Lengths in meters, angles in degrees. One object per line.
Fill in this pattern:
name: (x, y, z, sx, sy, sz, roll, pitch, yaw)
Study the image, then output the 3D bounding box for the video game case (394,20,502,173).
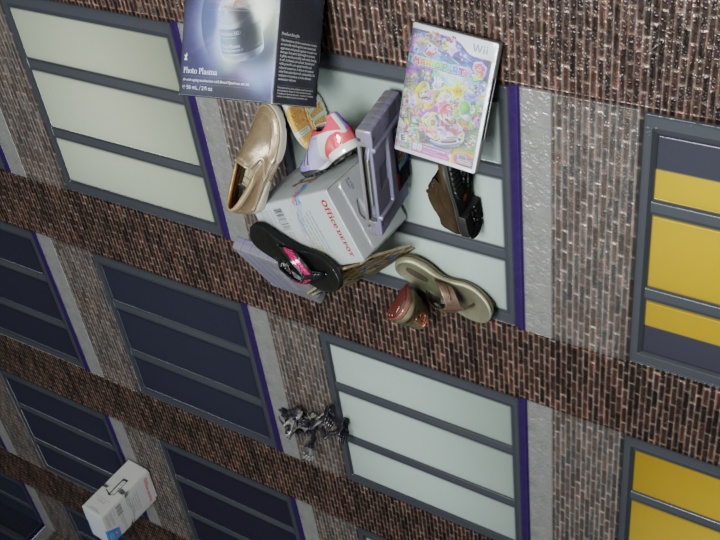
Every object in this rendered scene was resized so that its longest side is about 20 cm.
video game case: (0.129, -0.260, 1.555, 0.143, 0.018, 0.201, 21, 118, 25)

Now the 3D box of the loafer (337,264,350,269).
loafer: (-0.072, -0.032, 1.962, 0.199, 0.070, 0.070, 18, 172, 25)

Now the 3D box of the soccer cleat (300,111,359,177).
soccer cleat: (-0.058, -0.205, 1.696, 0.073, 0.068, 0.200, 63, 159, -4)

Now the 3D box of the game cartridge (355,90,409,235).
game cartridge: (0.040, -0.173, 1.661, 0.038, 0.130, 0.201, 14, 134, 24)

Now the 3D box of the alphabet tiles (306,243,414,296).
alphabet tiles: (0.000, 0.000, 1.851, 0.200, 0.166, 0.006, -33, 77, 51)

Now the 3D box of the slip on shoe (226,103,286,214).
slip on shoe: (-0.181, -0.187, 1.742, 0.076, 0.060, 0.201, 39, 122, 33)

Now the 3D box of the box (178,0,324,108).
box: (-0.172, -0.364, 1.616, 0.199, 0.123, 0.199, 10, 100, 33)

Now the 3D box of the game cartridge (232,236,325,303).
game cartridge: (-0.153, 0.000, 2.011, 0.129, 0.039, 0.200, 15, 164, 24)

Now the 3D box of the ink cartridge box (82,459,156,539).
ink cartridge box: (-0.712, 0.687, 3.060, 0.084, 0.200, 0.146, 22, 137, 27)

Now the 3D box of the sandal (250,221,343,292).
sandal: (-0.118, -0.014, 1.775, 0.200, 0.045, 0.075, 30, 137, 19)

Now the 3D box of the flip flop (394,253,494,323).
flip flop: (0.145, 0.040, 1.839, 0.200, 0.058, 0.081, 31, 141, 5)

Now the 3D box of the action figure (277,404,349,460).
action figure: (-0.124, 0.361, 2.338, 0.200, 0.102, 0.119, -14, 128, 44)

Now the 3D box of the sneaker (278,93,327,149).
sneaker: (-0.127, -0.294, 1.761, 0.088, 0.076, 0.200, -4, 120, 59)

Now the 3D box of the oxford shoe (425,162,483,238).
oxford shoe: (0.138, -0.140, 1.670, 0.084, 0.073, 0.201, 15, 134, 33)

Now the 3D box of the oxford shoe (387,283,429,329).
oxford shoe: (0.095, 0.070, 1.852, 0.075, 0.071, 0.200, 32, -175, 1)

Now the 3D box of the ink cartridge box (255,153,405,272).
ink cartridge box: (-0.053, -0.101, 1.805, 0.200, 0.145, 0.146, -7, 119, 45)
